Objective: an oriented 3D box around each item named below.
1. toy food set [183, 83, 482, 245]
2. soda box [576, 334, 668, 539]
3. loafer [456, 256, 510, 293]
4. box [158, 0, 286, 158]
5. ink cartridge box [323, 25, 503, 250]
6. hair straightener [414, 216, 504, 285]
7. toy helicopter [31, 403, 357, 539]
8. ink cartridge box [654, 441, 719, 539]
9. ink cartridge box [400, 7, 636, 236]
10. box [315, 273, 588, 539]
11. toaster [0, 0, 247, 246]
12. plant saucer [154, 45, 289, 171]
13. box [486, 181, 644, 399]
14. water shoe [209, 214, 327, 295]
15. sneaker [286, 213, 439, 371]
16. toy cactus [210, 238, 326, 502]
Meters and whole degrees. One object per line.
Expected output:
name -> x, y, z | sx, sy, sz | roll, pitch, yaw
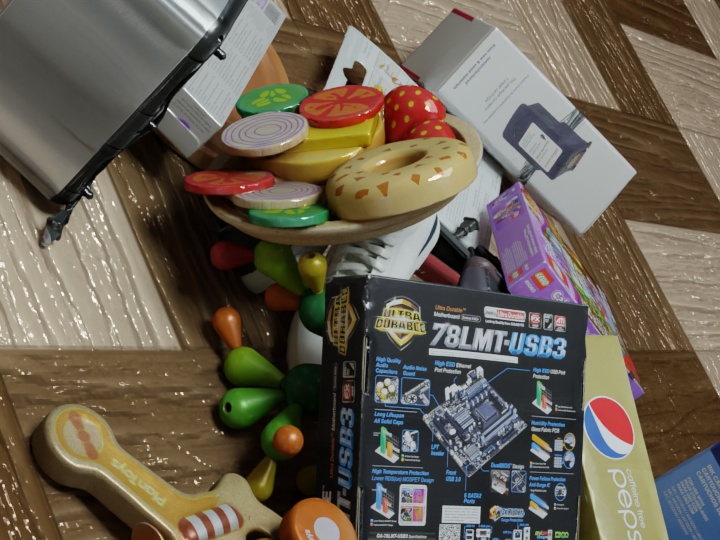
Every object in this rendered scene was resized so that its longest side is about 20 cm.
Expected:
toy food set -> -0.016, -0.075, 1.102 | 0.201, 0.196, 0.049 | -79, 162, -60
soda box -> 0.158, 0.149, 1.134 | 0.064, 0.068, 0.202 | 2, 65, -34
loafer -> 0.127, 0.055, 1.312 | 0.200, 0.071, 0.064 | 46, 42, -54
box -> -0.100, -0.150, 1.194 | 0.041, 0.039, 0.201 | 43, 30, -15
ink cartridge box -> 0.036, -0.100, 1.425 | 0.200, 0.050, 0.163 | 40, 31, -15
hair straightener -> 0.095, -0.009, 1.345 | 0.199, 0.041, 0.077 | 33, 62, -25
toy helicopter -> -0.105, 0.153, 0.923 | 0.200, 0.079, 0.133 | 39, 39, -5
ink cartridge box -> 0.289, 0.212, 1.297 | 0.076, 0.200, 0.137 | -7, 64, -58
ink cartridge box -> 0.146, -0.140, 1.535 | 0.200, 0.084, 0.145 | 43, 4, -20
box -> 0.061, 0.111, 1.045 | 0.199, 0.049, 0.201 | 7, 81, -40
toaster -> -0.158, -0.152, 1.043 | 0.118, 0.181, 0.201 | 40, 31, -13
plant saucer -> -0.119, -0.160, 1.257 | 0.200, 0.037, 0.201 | 37, 34, -29
box -> 0.163, 0.019, 1.334 | 0.137, 0.039, 0.200 | 51, 13, -17
water shoe -> -0.048, -0.061, 1.211 | 0.079, 0.071, 0.200 | 55, 28, -17
sneaker -> 0.000, 0.000, 1.154 | 0.076, 0.081, 0.201 | 18, 58, 8
toy cactus -> -0.013, 0.066, 1.068 | 0.163, 0.102, 0.202 | -11, 72, -18
